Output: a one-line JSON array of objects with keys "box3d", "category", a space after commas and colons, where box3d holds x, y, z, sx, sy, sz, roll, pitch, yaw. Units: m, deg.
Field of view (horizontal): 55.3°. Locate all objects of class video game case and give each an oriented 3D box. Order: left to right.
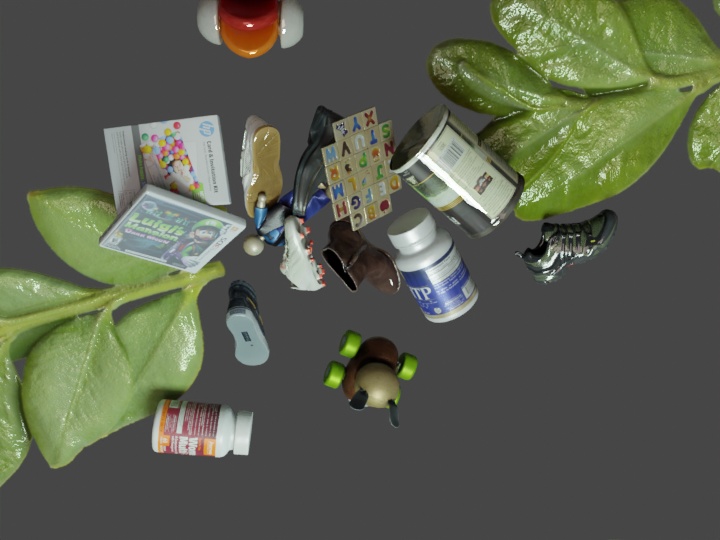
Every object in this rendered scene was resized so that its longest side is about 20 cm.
[{"box3d": [-0.338, -0.068, 1.238, 0.199, 0.024, 0.181, 19, 138, -39], "category": "video game case"}]

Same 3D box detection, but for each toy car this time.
[{"box3d": [-0.177, -0.437, 1.081, 0.173, 0.150, 0.202, 1, 115, -3], "category": "toy car"}, {"box3d": [0.024, 0.241, 1.384, 0.163, 0.200, 0.159, 22, 112, -13], "category": "toy car"}]

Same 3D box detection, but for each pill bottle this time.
[{"box3d": [-0.332, 0.337, 1.459, 0.197, 0.110, 0.111, 7, 115, -6], "category": "pill bottle"}, {"box3d": [0.134, -0.013, 1.316, 0.119, 0.120, 0.201, -27, 113, 9], "category": "pill bottle"}]

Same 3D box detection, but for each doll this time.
[{"box3d": [-0.143, -0.102, 1.283, 0.199, 0.049, 0.136, -39, 136, 10], "category": "doll"}]

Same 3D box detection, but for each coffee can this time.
[{"box3d": [0.172, -0.175, 1.227, 0.199, 0.147, 0.146, 38, 108, -18], "category": "coffee can"}]

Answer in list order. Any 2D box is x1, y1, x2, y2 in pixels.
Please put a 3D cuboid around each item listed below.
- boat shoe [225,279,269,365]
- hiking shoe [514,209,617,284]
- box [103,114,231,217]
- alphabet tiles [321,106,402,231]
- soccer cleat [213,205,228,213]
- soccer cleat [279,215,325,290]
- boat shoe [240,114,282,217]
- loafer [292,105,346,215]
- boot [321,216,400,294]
[{"box3d": [-0.224, 0.108, 1.385, 0.070, 0.092, 0.201, -4, 142, -1], "category": "boat shoe"}, {"box3d": [0.402, -0.061, 1.332, 0.200, 0.076, 0.101, -40, 115, 15], "category": "hiking shoe"}, {"box3d": [-0.339, -0.183, 1.217, 0.197, 0.041, 0.158, -8, 95, -6], "category": "box"}, {"box3d": [0.006, -0.182, 1.236, 0.166, 0.006, 0.202, -29, 121, -33], "category": "alphabet tiles"}, {"box3d": [-0.343, -0.128, 1.265, 0.198, 0.065, 0.085, 7, 112, -6], "category": "soccer cleat"}, {"box3d": [-0.121, -0.024, 1.295, 0.077, 0.070, 0.201, -9, 142, 6], "category": "soccer cleat"}, {"box3d": [-0.185, -0.189, 1.247, 0.070, 0.069, 0.201, -16, 139, -29], "category": "boat shoe"}, {"box3d": [-0.070, -0.187, 1.204, 0.071, 0.073, 0.202, 17, 82, -4], "category": "loafer"}, {"box3d": [0.000, 0.000, 1.284, 0.072, 0.167, 0.201, -28, 111, 24], "category": "boot"}]
